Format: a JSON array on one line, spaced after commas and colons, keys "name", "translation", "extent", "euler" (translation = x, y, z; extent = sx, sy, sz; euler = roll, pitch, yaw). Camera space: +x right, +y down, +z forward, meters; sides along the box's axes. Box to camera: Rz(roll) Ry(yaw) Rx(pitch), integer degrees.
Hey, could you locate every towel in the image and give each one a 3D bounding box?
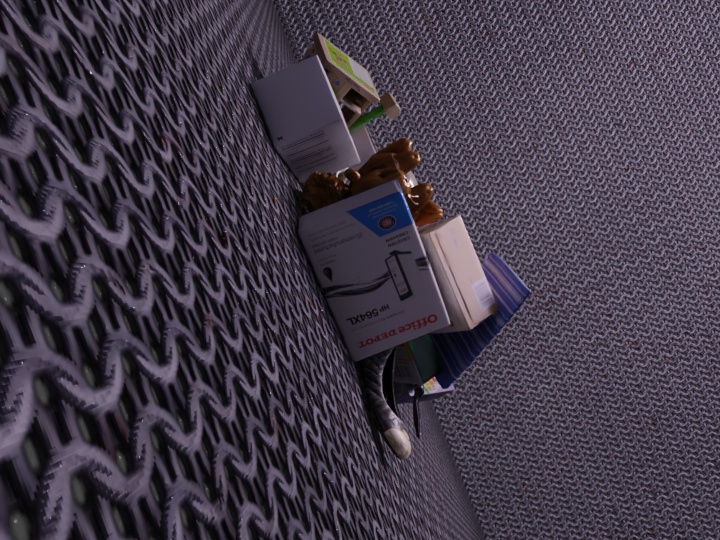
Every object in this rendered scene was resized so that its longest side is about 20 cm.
[{"name": "towel", "translation": [0.169, 0.075, 1.082], "extent": [0.024, 0.200, 0.145], "euler": [33, 15, -23]}]

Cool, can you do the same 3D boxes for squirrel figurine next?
[{"name": "squirrel figurine", "translation": [0.010, -0.105, 1.048], "extent": [0.187, 0.199, 0.142], "euler": [-45, 118, -71]}]

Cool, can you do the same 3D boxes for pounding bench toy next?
[{"name": "pounding bench toy", "translation": [-0.044, -0.297, 1.284], "extent": [0.200, 0.156, 0.124], "euler": [29, 28, -32]}]

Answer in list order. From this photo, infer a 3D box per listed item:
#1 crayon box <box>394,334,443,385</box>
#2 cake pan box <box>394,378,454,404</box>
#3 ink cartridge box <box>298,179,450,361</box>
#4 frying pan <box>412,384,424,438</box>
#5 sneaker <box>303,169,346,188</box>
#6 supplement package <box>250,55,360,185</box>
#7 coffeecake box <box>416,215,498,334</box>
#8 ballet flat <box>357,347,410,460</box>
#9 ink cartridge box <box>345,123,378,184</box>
[{"name": "crayon box", "translation": [0.039, 0.074, 1.075], "extent": [0.126, 0.051, 0.201], "euler": [-6, -70, 57]}, {"name": "cake pan box", "translation": [0.084, 0.150, 1.290], "extent": [0.200, 0.052, 0.185], "euler": [11, 53, -57]}, {"name": "ink cartridge box", "translation": [0.020, 0.001, 0.939], "extent": [0.084, 0.146, 0.201], "euler": [-100, 168, -71]}, {"name": "frying pan", "translation": [0.090, 0.169, 1.164], "extent": [0.190, 0.031, 0.115], "euler": [-89, 160, -51]}, {"name": "sneaker", "translation": [-0.032, -0.096, 1.184], "extent": [0.067, 0.090, 0.201], "euler": [64, 6, -61]}, {"name": "supplement package", "translation": [-0.080, -0.229, 1.097], "extent": [0.200, 0.109, 0.114], "euler": [50, 18, -79]}, {"name": "coffeecake box", "translation": [0.094, 0.016, 1.076], "extent": [0.200, 0.073, 0.154], "euler": [-13, -77, 54]}, {"name": "ballet flat", "translation": [0.037, 0.166, 0.929], "extent": [0.200, 0.057, 0.067], "euler": [-107, 173, -52]}, {"name": "ink cartridge box", "translation": [-0.012, -0.150, 1.361], "extent": [0.200, 0.146, 0.146], "euler": [65, 5, -50]}]
